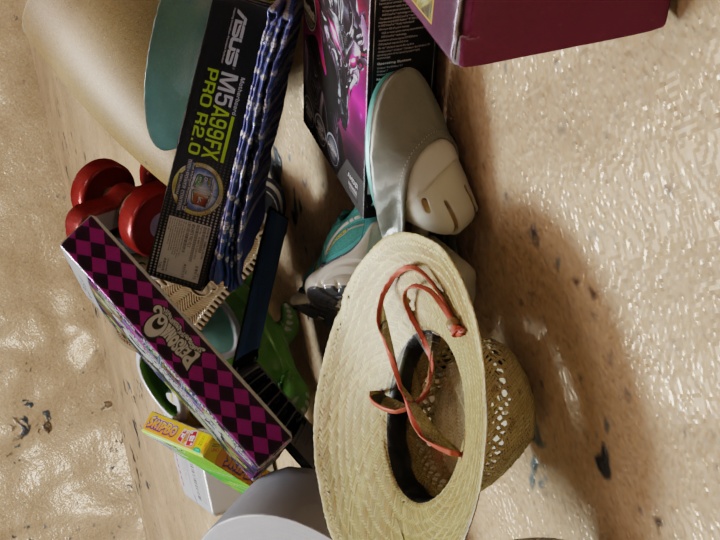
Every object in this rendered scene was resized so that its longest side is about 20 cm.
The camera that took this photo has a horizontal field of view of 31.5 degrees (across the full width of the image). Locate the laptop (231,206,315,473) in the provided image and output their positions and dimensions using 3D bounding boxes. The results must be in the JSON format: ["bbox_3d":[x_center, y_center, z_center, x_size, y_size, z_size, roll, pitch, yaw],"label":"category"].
[{"bbox_3d":[-0.043,0.066,1.054,0.200,0.116,0.187,48,-179,1],"label":"laptop"}]

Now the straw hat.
[{"bbox_3d":[0.053,0.083,0.728,0.200,0.084,0.204,-13,75,59],"label":"straw hat"}]

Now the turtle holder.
[{"bbox_3d":[-0.129,0.096,1.214,0.187,0.131,0.141,58,151,7],"label":"turtle holder"}]

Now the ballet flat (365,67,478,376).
[{"bbox_3d":[0.043,-0.024,0.764,0.063,0.067,0.202,24,131,33],"label":"ballet flat"}]

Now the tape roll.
[{"bbox_3d":[-0.030,0.251,0.966,0.198,0.066,0.203,14,122,24],"label":"tape roll"}]

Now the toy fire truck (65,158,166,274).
[{"bbox_3d":[-0.194,-0.026,1.256,0.111,0.199,0.170,25,126,40],"label":"toy fire truck"}]

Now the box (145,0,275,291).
[{"bbox_3d":[-0.097,-0.102,0.930,0.160,0.044,0.203,-72,-2,-78],"label":"box"}]

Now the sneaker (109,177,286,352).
[{"bbox_3d":[-0.141,-0.008,1.150,0.070,0.199,0.109,43,-151,-15],"label":"sneaker"}]

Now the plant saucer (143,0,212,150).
[{"bbox_3d":[-0.112,-0.187,1.001,0.200,0.035,0.203,17,-90,-81],"label":"plant saucer"}]

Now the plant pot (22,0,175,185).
[{"bbox_3d":[-0.177,-0.179,1.159,0.201,0.185,0.187,58,159,8],"label":"plant pot"}]

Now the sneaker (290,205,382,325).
[{"bbox_3d":[0.000,0.000,0.901,0.200,0.077,0.081,135,154,-76],"label":"sneaker"}]

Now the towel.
[{"bbox_3d":[-0.064,-0.100,0.888,0.145,0.024,0.202,-77,2,-66],"label":"towel"}]

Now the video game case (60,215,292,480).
[{"bbox_3d":[-0.129,0.063,0.913,0.200,0.036,0.181,47,168,4],"label":"video game case"}]

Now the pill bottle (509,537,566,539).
[{"bbox_3d":[0.100,0.253,0.679,0.113,0.111,0.203,-168,65,-70],"label":"pill bottle"}]

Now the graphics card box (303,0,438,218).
[{"bbox_3d":[0.004,-0.150,0.787,0.126,0.050,0.202,-121,24,-46],"label":"graphics card box"}]

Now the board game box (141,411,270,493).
[{"bbox_3d":[-0.111,0.195,1.210,0.095,0.030,0.200,13,156,44],"label":"board game box"}]

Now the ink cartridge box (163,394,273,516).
[{"bbox_3d":[-0.170,0.195,1.499,0.200,0.085,0.150,175,82,-73],"label":"ink cartridge box"}]

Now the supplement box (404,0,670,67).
[{"bbox_3d":[0.048,-0.199,0.535,0.201,0.102,0.132,-119,24,-43],"label":"supplement box"}]
